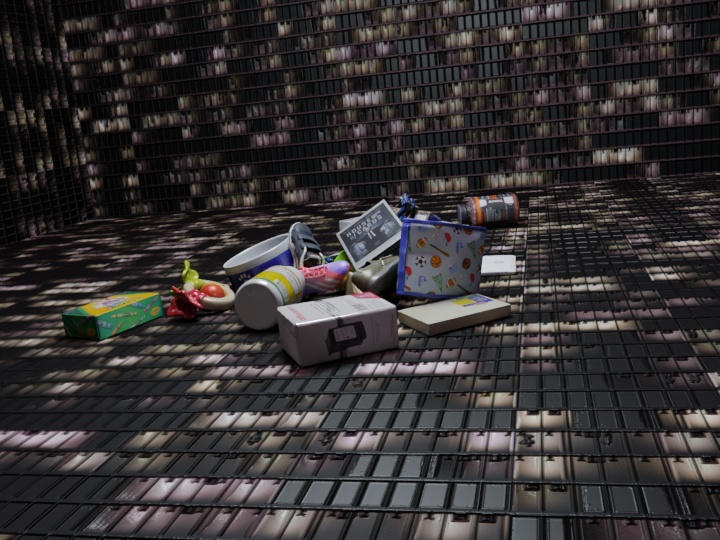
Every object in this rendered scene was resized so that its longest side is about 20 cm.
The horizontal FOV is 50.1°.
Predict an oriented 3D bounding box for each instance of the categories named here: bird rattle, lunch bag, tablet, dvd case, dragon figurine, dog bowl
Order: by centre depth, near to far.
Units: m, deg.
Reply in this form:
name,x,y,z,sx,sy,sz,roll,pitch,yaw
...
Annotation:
name,x,y,z,sx,sy,sz,roll,pitch,yaw
lunch bag,0.162,-0.025,1.685,0.198,0.172,0.123,3,2,-37
dvd case,0.029,-0.081,1.811,0.150,0.025,0.200,-36,32,3
dragon figurine,0.096,-0.092,1.852,0.059,0.202,0.099,29,-43,-34
bird rattle,-0.382,0.053,1.864,0.161,0.114,0.200,8,11,-19
tablet,0.342,-0.015,2.016,0.129,0.014,0.200,-3,13,12
dog bowl,-0.257,-0.019,2.032,0.198,0.079,0.200,-24,13,6

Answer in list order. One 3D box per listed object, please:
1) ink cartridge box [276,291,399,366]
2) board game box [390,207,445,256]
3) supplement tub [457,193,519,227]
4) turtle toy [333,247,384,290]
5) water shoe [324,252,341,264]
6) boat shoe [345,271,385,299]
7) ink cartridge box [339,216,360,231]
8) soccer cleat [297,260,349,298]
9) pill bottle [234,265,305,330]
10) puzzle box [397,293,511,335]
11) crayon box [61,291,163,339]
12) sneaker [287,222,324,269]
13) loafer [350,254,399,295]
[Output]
name,x,y,z,sx,sy,sz,roll,pitch,yaw
ink cartridge box,-0.046,0.108,1.465,0.198,0.085,0.145,-9,13,-19
board game box,0.116,-0.063,1.945,0.096,0.161,0.199,29,-8,-33
supplement tub,0.429,-0.197,2.591,0.197,0.108,0.107,-6,12,-2
turtle toy,0.000,0.000,1.871,0.146,0.101,0.199,-53,30,-12
water shoe,-0.100,0.006,2.015,0.198,0.072,0.079,-12,11,26
boat shoe,0.012,0.057,1.715,0.064,0.073,0.200,1,17,-15
ink cartridge box,0.050,-0.174,2.814,0.198,0.044,0.173,-14,15,-35
soccer cleat,-0.110,0.016,1.817,0.199,0.076,0.067,-21,41,41
pill bottle,-0.194,0.053,1.723,0.111,0.114,0.200,-2,13,17
puzzle box,0.193,0.088,1.585,0.198,0.026,0.133,-11,13,-23
crayon box,-0.576,0.103,1.801,0.118,0.059,0.199,1,14,30
sneaker,-0.133,-0.045,1.949,0.078,0.202,0.079,10,-33,-31
loafer,0.036,0.000,1.664,0.069,0.076,0.200,28,19,13
